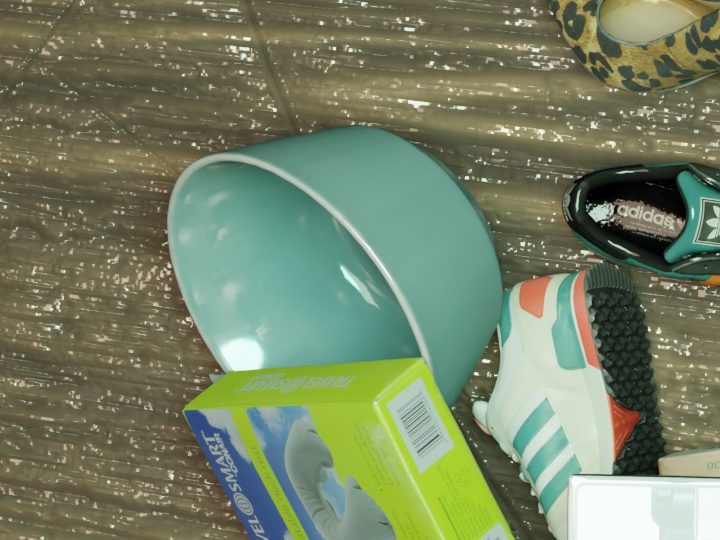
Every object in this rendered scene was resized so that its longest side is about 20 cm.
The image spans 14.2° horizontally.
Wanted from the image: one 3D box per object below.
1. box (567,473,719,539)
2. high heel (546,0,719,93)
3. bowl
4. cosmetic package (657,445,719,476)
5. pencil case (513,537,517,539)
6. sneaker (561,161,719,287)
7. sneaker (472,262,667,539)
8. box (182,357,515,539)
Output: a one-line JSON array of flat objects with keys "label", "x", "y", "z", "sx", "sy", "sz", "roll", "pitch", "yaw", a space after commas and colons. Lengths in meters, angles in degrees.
[{"label": "box", "x": 0.200, "y": 0.159, "z": 1.414, "sx": 0.200, "sy": 0.060, "sz": 0.117, "roll": 2, "pitch": 87, "yaw": 8}, {"label": "high heel", "x": 0.171, "y": -0.149, "z": 1.527, "sx": 0.071, "sy": 0.143, "sz": 0.200, "roll": -39, "pitch": 60, "yaw": -24}, {"label": "bowl", "x": 0.000, "y": 0.000, "z": 1.575, "sx": 0.201, "sy": 0.201, "sz": 0.105, "roll": 45, "pitch": 58, "yaw": 12}, {"label": "cosmetic package", "x": 0.224, "y": 0.190, "z": 1.540, "sx": 0.103, "sy": 0.087, "sz": 0.200, "roll": -11, "pitch": 87, "yaw": 11}, {"label": "pencil case", "x": 0.042, "y": 0.234, "z": 1.570, "sx": 0.200, "sy": 0.087, "sz": 0.087, "roll": -45, "pitch": 77, "yaw": 30}, {"label": "sneaker", "x": 0.205, "y": -0.018, "z": 1.552, "sx": 0.200, "sy": 0.080, "sz": 0.071, "roll": 7, "pitch": 89, "yaw": 16}, {"label": "sneaker", "x": 0.113, "y": 0.098, "z": 1.596, "sx": 0.093, "sy": 0.070, "sz": 0.200, "roll": -7, "pitch": 90, "yaw": 35}, {"label": "box", "x": -0.014, "y": 0.111, "z": 1.558, "sx": 0.200, "sy": 0.048, "sz": 0.122, "roll": -6, "pitch": 115, "yaw": 53}]
